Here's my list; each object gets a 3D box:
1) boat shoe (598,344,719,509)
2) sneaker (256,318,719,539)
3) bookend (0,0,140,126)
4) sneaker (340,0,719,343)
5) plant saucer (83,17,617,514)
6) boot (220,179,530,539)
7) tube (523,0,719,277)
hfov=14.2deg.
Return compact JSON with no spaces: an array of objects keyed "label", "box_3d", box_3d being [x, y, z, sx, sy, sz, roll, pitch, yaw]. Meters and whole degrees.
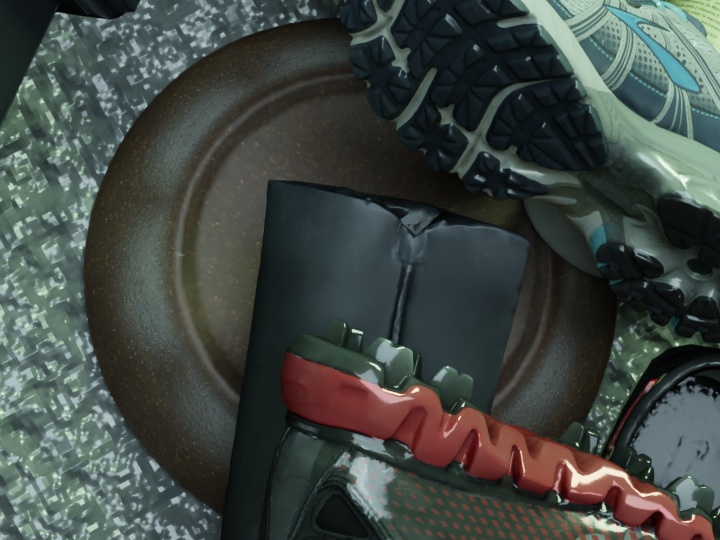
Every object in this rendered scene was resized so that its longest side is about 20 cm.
[{"label":"boat shoe","box_3d":[0.096,0.123,1.016,0.073,0.063,0.202,20,86,-1]},{"label":"sneaker","box_3d":[0.052,0.094,0.940,0.200,0.071,0.098,23,88,-18]},{"label":"bookend","box_3d":[-0.209,-0.047,0.950,0.199,0.092,0.200,13,71,29]},{"label":"sneaker","box_3d":[0.074,-0.062,0.968,0.200,0.077,0.087,41,45,-21]},{"label":"plant saucer","box_3d":[0.000,0.000,1.049,0.199,0.037,0.202,2,78,-8]},{"label":"boot","box_3d":[-0.039,0.066,0.979,0.164,0.066,0.201,11,100,-15]},{"label":"tube","box_3d":[0.135,-0.079,1.068,0.058,0.052,0.200,53,58,-21]}]
